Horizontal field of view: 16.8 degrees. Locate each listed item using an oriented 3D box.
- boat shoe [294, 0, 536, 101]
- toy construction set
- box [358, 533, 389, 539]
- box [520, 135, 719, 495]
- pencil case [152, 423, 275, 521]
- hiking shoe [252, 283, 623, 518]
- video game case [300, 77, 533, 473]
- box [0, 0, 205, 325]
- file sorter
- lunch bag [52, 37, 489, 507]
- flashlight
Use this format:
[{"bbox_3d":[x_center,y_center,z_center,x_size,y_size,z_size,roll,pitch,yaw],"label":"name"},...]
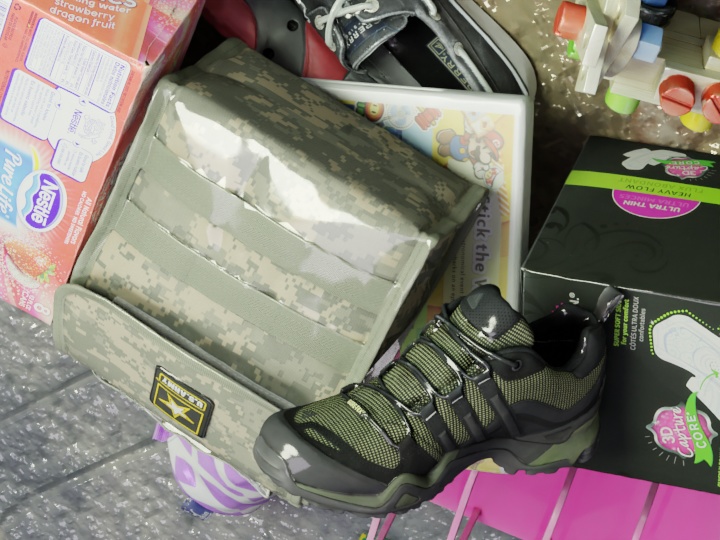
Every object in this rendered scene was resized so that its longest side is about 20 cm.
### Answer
[{"bbox_3d":[0.008,-0.136,1.293,0.200,0.068,0.072,44,126,-10],"label":"boat shoe"},{"bbox_3d":[0.176,-0.088,1.211,0.199,0.132,0.092,26,127,-16],"label":"toy construction set"},{"bbox_3d":[0.033,0.272,1.562,0.117,0.048,0.201,17,127,11],"label":"box"},{"bbox_3d":[0.195,0.028,1.275,0.199,0.149,0.125,10,124,15],"label":"box"},{"bbox_3d":[-0.043,0.075,1.419,0.085,0.084,0.200,36,140,-13],"label":"pencil case"},{"bbox_3d":[0.036,0.052,1.166,0.076,0.199,0.101,38,128,44],"label":"hiking shoe"},{"bbox_3d":[0.000,0.000,1.294,0.181,0.023,0.201,6,104,19],"label":"video game case"},{"bbox_3d":[-0.158,-0.083,1.248,0.102,0.095,0.200,28,134,2],"label":"box"},{"bbox_3d":[0.112,0.140,1.396,0.199,0.126,0.140,21,127,7],"label":"file sorter"},{"bbox_3d":[-0.058,0.011,1.244,0.164,0.118,0.201,32,116,8],"label":"lunch bag"},{"bbox_3d":[-0.074,-0.137,1.325,0.200,0.068,0.068,40,129,-7],"label":"flashlight"}]
